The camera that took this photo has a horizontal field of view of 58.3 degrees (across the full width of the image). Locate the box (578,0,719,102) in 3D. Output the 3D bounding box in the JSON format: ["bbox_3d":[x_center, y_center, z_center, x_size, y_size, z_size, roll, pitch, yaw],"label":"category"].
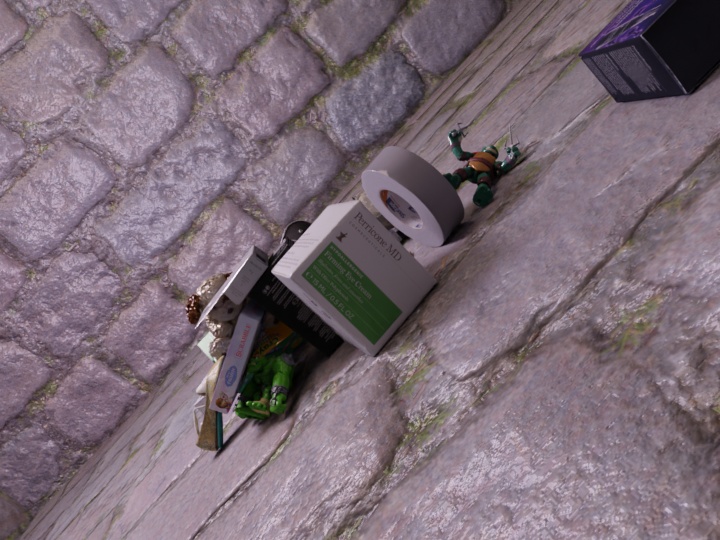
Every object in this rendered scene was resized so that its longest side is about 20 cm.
[{"bbox_3d":[0.428,-0.329,0.908,0.148,0.104,0.200,-45,11,3],"label":"box"}]

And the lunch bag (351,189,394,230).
[{"bbox_3d":[0.076,-0.163,1.507,0.163,0.118,0.200,-29,11,-1],"label":"lunch bag"}]

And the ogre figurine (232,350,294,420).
[{"bbox_3d":[-0.185,0.228,1.270,0.200,0.097,0.121,120,169,-63],"label":"ogre figurine"}]

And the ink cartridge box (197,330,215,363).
[{"bbox_3d":[-0.312,0.175,1.731,0.084,0.146,0.200,34,78,36],"label":"ink cartridge box"}]

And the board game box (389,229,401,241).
[{"bbox_3d":[0.000,0.000,1.488,0.200,0.034,0.134,-51,10,-27],"label":"board game box"}]

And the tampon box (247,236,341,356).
[{"bbox_3d":[-0.107,0.048,1.292,0.127,0.200,0.150,-51,12,3],"label":"tampon box"}]

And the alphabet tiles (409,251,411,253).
[{"bbox_3d":[0.045,0.026,1.328,0.167,0.008,0.200,-44,12,15],"label":"alphabet tiles"}]

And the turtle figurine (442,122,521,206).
[{"bbox_3d":[0.233,-0.208,1.237,0.148,0.101,0.201,10,45,25],"label":"turtle figurine"}]

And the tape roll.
[{"bbox_3d":[0.096,-0.136,1.206,0.066,0.200,0.200,-49,12,-14],"label":"tape roll"}]

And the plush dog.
[{"bbox_3d":[-0.294,0.074,1.440,0.199,0.172,0.161,-37,48,-7],"label":"plush dog"}]

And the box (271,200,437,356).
[{"bbox_3d":[-0.017,0.009,1.115,0.172,0.199,0.200,-48,14,-10],"label":"box"}]

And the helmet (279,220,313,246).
[{"bbox_3d":[-0.112,-0.021,1.603,0.200,0.189,0.202,-163,90,-85],"label":"helmet"}]

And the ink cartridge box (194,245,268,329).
[{"bbox_3d":[-0.249,0.037,1.273,0.174,0.043,0.200,-54,11,1],"label":"ink cartridge box"}]

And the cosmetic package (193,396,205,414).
[{"bbox_3d":[-0.391,0.311,1.825,0.082,0.051,0.200,-39,14,30],"label":"cosmetic package"}]

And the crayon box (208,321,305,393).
[{"bbox_3d":[-0.238,0.173,1.495,0.200,0.058,0.119,-39,50,-10],"label":"crayon box"}]

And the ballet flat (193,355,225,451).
[{"bbox_3d":[-0.323,0.283,1.382,0.071,0.070,0.202,162,112,-67],"label":"ballet flat"}]

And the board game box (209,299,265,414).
[{"bbox_3d":[-0.238,0.158,1.309,0.200,0.041,0.202,-87,17,-77],"label":"board game box"}]
